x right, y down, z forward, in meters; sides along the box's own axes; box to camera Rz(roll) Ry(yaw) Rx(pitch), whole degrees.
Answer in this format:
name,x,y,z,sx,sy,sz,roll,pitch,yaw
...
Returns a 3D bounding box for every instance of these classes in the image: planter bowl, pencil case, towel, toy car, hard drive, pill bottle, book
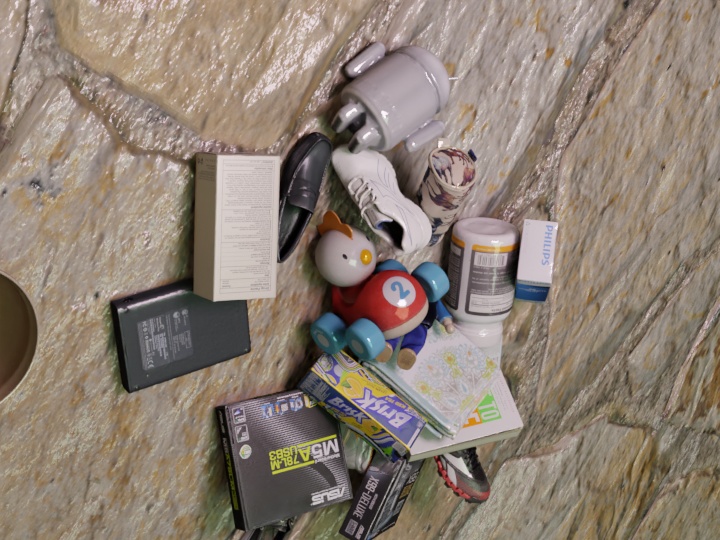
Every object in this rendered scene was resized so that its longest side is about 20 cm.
name,x,y,z,sx,sy,sz,roll,pitch,yaw
planter bowl,-0.504,0.063,1.244,0.199,0.135,0.202,-15,118,-31
pencil case,0.117,-0.114,1.594,0.077,0.090,0.200,4,152,-11
towel,0.116,0.161,1.698,0.171,0.200,0.048,-43,171,-38
toy car,0.000,0.000,1.576,0.184,0.176,0.201,-40,116,-28
hard drive,-0.255,0.083,1.501,0.199,0.033,0.141,-17,118,-29
pill bottle,0.203,0.020,1.755,0.116,0.116,0.202,-10,115,-33
book,0.154,0.231,1.733,0.198,0.134,0.048,-11,153,-15

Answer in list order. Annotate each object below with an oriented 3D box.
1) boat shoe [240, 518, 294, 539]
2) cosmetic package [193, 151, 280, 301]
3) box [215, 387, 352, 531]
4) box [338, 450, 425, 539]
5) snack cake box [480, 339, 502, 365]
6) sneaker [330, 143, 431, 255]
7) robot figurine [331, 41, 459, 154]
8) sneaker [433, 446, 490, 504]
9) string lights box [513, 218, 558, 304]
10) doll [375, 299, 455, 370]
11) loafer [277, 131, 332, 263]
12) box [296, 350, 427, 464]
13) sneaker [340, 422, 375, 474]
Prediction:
name,x,y,z,sx,sy,sz,roll,pitch,yaw
boat shoe,-0.136,0.413,1.712,0.068,0.057,0.201,29,91,-40
cosmetic package,-0.173,-0.063,1.450,0.103,0.073,0.202,-2,100,-34
box,-0.119,0.289,1.633,0.199,0.047,0.195,-8,86,-33
box,0.044,0.372,1.770,0.159,0.050,0.200,-65,163,4
snack cake box,0.183,0.204,1.850,0.114,0.067,0.202,-11,115,-33
sneaker,0.026,-0.107,1.541,0.074,0.200,0.087,-43,178,30
robot figurine,0.052,-0.254,1.528,0.200,0.113,0.170,-39,93,-17
sneaker,0.168,0.308,1.777,0.201,0.098,0.071,54,36,2
string lights box,0.297,-0.012,1.756,0.200,0.058,0.104,59,39,-76
doll,0.088,0.076,1.682,0.201,0.135,0.049,-64,167,-46
loafer,-0.089,-0.104,1.518,0.068,0.070,0.202,22,95,-40
box,0.003,0.210,1.634,0.200,0.064,0.070,40,49,-1
sneaker,-0.012,0.232,1.718,0.076,0.091,0.202,52,47,-81
